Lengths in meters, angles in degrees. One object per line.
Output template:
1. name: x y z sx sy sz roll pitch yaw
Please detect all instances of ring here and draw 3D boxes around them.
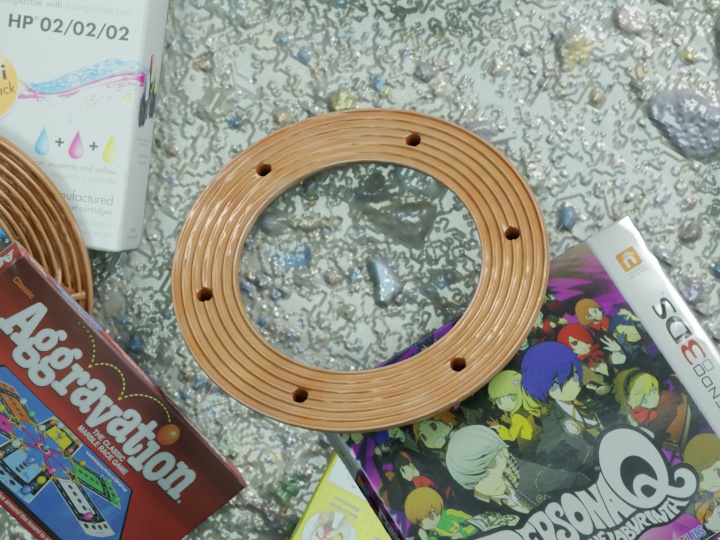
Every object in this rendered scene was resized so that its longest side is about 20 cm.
1. ring: 0.000 0.000 1.432 0.200 0.019 0.201 -4 57 7
2. ring: -0.240 0.013 1.426 0.200 0.019 0.201 0 107 1

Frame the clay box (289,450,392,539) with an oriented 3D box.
1. clay box: 0.008 0.179 1.460 0.115 0.048 0.200 28 93 4

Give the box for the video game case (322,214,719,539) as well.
1. video game case: 0.106 0.096 1.419 0.200 0.036 0.181 -30 77 -11

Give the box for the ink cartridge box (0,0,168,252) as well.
1. ink cartridge box: -0.168 -0.116 1.465 0.115 0.068 0.201 7 91 5

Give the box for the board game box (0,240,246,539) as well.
1. board game box: -0.157 0.083 1.432 0.103 0.019 0.200 -40 124 2
